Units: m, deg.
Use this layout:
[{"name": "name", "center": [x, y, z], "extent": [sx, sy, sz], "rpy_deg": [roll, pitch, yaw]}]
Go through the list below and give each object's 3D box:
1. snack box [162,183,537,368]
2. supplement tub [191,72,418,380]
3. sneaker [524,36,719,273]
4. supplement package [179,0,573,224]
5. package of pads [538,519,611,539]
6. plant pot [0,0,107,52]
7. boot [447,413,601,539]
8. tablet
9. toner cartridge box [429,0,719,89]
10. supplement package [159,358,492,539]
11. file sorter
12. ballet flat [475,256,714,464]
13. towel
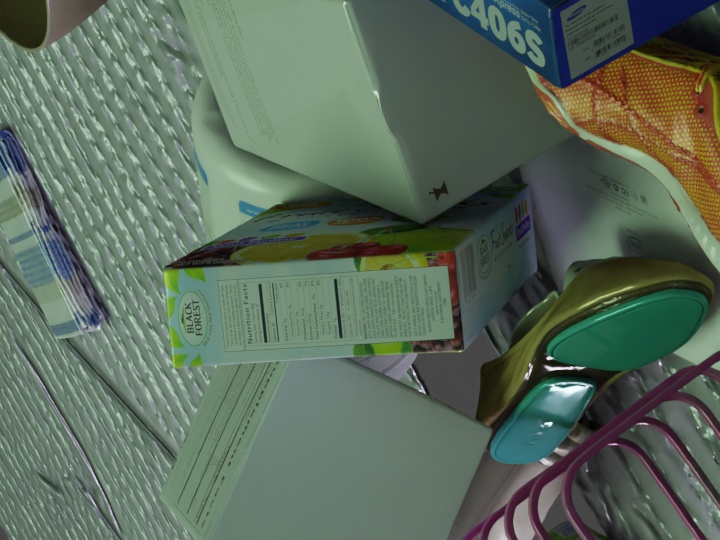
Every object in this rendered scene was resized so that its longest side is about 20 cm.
[{"name": "snack box", "center": [0.000, 0.000, 1.197], "extent": [0.200, 0.141, 0.053], "rpy_deg": [-35, -58, -73]}, {"name": "supplement tub", "center": [-0.027, -0.029, 1.412], "extent": [0.132, 0.131, 0.201], "rpy_deg": [47, 156, 32]}, {"name": "sneaker", "center": [0.145, -0.072, 1.065], "extent": [0.200, 0.073, 0.078], "rpy_deg": [43, 132, 32]}, {"name": "supplement package", "center": [0.009, -0.120, 1.219], "extent": [0.200, 0.119, 0.122], "rpy_deg": [26, 141, 57]}, {"name": "package of pads", "center": [0.168, 0.260, 1.416], "extent": [0.154, 0.068, 0.201], "rpy_deg": [26, 140, 58]}, {"name": "plant pot", "center": [-0.185, -0.253, 1.489], "extent": [0.201, 0.134, 0.201], "rpy_deg": [49, 158, 29]}, {"name": "boot", "center": [0.073, 0.133, 1.385], "extent": [0.072, 0.155, 0.200], "rpy_deg": [32, 179, 5]}, {"name": "tablet", "center": [0.141, -0.012, 1.204], "extent": [0.200, 0.014, 0.131], "rpy_deg": [29, 143, 56]}, {"name": "toner cartridge box", "center": [0.063, -0.157, 1.083], "extent": [0.200, 0.095, 0.043], "rpy_deg": [39, 150, 44]}, {"name": "supplement package", "center": [-0.024, 0.104, 1.301], "extent": [0.116, 0.118, 0.200], "rpy_deg": [26, 177, -12]}, {"name": "file sorter", "center": [0.144, 0.136, 1.194], "extent": [0.126, 0.139, 0.200], "rpy_deg": [54, 159, 7]}, {"name": "ballet flat", "center": [0.107, 0.029, 1.211], "extent": [0.200, 0.068, 0.063], "rpy_deg": [132, 141, -51]}, {"name": "towel", "center": [-0.295, -0.030, 2.208], "extent": [0.201, 0.024, 0.147], "rpy_deg": [64, 162, -3]}]
